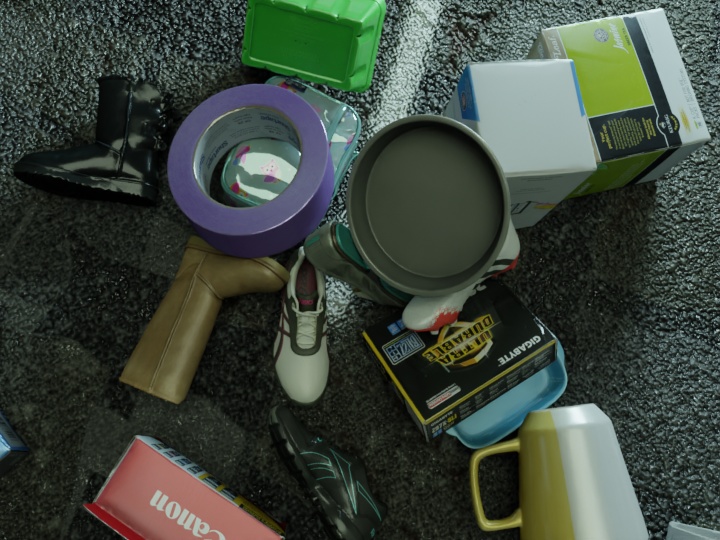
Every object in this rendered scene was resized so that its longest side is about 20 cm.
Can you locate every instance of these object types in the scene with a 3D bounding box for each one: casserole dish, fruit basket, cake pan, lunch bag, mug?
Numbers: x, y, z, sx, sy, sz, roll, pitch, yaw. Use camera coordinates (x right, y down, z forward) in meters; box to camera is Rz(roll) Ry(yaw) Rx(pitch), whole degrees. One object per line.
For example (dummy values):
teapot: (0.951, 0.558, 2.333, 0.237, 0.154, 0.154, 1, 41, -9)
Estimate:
casserole dish: (0.180, 0.147, 0.870, 0.196, 0.039, 0.123, -29, 80, -13)
fruit basket: (-0.066, -0.355, 0.942, 0.209, 0.159, 0.218, 10, 30, -6)
cake pan: (0.078, -0.074, 0.757, 0.194, 0.037, 0.207, 6, 105, 23)
lunch bag: (-0.089, -0.157, 0.900, 0.157, 0.077, 0.205, 23, 74, 1)
mug: (0.238, 0.245, 0.783, 0.181, 0.149, 0.158, 0, 76, -27)

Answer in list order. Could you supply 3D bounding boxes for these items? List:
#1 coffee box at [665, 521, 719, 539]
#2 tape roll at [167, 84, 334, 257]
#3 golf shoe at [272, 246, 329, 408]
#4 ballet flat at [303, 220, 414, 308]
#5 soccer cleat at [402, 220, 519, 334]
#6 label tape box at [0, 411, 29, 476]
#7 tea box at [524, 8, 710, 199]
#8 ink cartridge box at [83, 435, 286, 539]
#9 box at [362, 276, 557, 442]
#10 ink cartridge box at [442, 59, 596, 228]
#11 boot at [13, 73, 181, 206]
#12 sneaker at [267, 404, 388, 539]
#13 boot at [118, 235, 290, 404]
coffee box: (0.472, 0.428, 0.743, 0.193, 0.200, 0.205, 20, 74, -1)
tape roll: (-0.131, -0.122, 0.801, 0.193, 0.066, 0.206, -2, 68, 5)
golf shoe: (-0.076, 0.070, 0.839, 0.075, 0.088, 0.207, -1, 77, -7)
ballet flat: (0.000, 0.000, 0.846, 0.063, 0.199, 0.069, -24, 52, 27)
soccer cleat: (0.124, 0.000, 0.823, 0.198, 0.087, 0.068, -34, 40, -21)
label tape box: (-0.518, 0.224, 0.764, 0.199, 0.063, 0.145, -41, 83, -14)
tea box: (0.346, -0.231, 0.935, 0.191, 0.134, 0.206, -11, 76, -9)
ink cartridge box: (-0.183, 0.273, 0.728, 0.197, 0.176, 0.085, 32, 74, 3)
box: (0.122, 0.095, 0.834, 0.196, 0.050, 0.160, -28, 46, -11)
ink cartridge box: (0.188, -0.153, 0.864, 0.140, 0.200, 0.152, -5, 75, -9)
boot: (-0.346, -0.181, 0.882, 0.192, 0.073, 0.168, 8, 77, -11)
sneaker: (-0.043, 0.246, 0.813, 0.078, 0.075, 0.203, -33, 88, -26)
boot: (-0.191, 0.070, 0.821, 0.171, 0.066, 0.205, 11, 70, 31)
